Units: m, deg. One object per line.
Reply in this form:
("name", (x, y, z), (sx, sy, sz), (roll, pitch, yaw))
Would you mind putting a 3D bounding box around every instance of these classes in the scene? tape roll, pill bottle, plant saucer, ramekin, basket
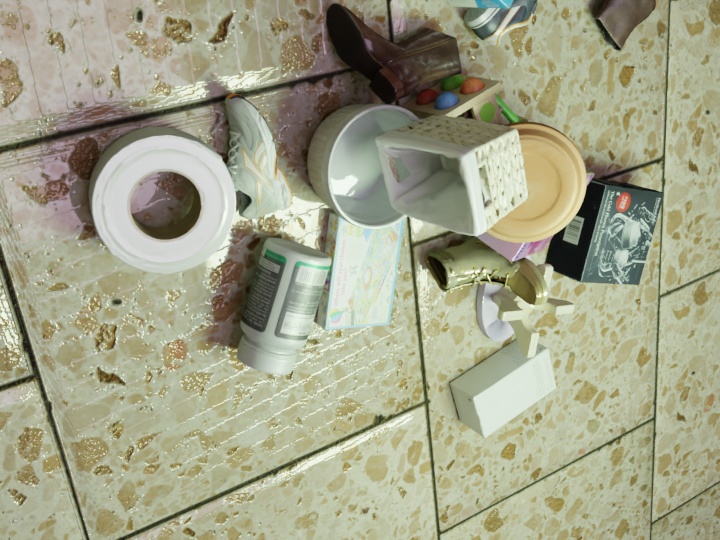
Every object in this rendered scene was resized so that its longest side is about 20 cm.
("tape roll", (-0.280, -0.101, 1.193), (0.202, 0.071, 0.203), (-7, 110, -19))
("pill bottle", (-0.127, 0.057, 1.344), (0.113, 0.113, 0.200), (13, 100, -35))
("plant saucer", (0.264, -0.138, 1.354), (0.200, 0.032, 0.201), (2, 111, 4))
("ramekin", (0.009, -0.174, 1.353), (0.200, 0.105, 0.200), (-11, 113, -29))
("basket", (0.139, -0.152, 1.263), (0.123, 0.200, 0.136), (-31, 122, -28))

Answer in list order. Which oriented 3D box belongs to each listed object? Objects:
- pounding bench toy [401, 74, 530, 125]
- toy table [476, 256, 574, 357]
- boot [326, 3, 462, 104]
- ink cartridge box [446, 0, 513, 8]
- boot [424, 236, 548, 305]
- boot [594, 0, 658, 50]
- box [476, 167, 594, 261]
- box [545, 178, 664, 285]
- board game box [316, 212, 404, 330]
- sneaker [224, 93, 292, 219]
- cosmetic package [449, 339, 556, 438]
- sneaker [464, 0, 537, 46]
("pounding bench toy", (0.197, -0.263, 1.430), (0.200, 0.124, 0.156), (-33, 121, -19))
("toy table", (0.309, 0.059, 1.625), (0.184, 0.117, 0.200), (-16, 116, -27))
("boot", (0.061, -0.367, 1.342), (0.200, 0.064, 0.186), (-35, 91, -38))
("ink cartridge box", (0.159, -0.526, 1.297), (0.200, 0.147, 0.145), (31, 89, -37))
("boot", (0.224, 0.011, 1.505), (0.155, 0.200, 0.073), (-17, 136, -25))
("boot", (0.487, -0.530, 1.552), (0.166, 0.072, 0.200), (-53, 130, -8))
("box", (0.308, -0.122, 1.490), (0.176, 0.097, 0.200), (-59, 159, 21))
("box", (0.495, -0.081, 1.701), (0.182, 0.104, 0.200), (2, 106, -35))
("board game box", (0.000, 0.000, 1.454), (0.134, 0.034, 0.200), (-2, 108, -32))
("sneaker", (-0.174, -0.164, 1.261), (0.092, 0.076, 0.200), (-28, 119, -17))
("cosmetic package", (0.290, 0.232, 1.693), (0.200, 0.085, 0.108), (-27, 119, -21))
("sneaker", (0.268, -0.472, 1.431), (0.200, 0.078, 0.079), (-47, 121, 3))
